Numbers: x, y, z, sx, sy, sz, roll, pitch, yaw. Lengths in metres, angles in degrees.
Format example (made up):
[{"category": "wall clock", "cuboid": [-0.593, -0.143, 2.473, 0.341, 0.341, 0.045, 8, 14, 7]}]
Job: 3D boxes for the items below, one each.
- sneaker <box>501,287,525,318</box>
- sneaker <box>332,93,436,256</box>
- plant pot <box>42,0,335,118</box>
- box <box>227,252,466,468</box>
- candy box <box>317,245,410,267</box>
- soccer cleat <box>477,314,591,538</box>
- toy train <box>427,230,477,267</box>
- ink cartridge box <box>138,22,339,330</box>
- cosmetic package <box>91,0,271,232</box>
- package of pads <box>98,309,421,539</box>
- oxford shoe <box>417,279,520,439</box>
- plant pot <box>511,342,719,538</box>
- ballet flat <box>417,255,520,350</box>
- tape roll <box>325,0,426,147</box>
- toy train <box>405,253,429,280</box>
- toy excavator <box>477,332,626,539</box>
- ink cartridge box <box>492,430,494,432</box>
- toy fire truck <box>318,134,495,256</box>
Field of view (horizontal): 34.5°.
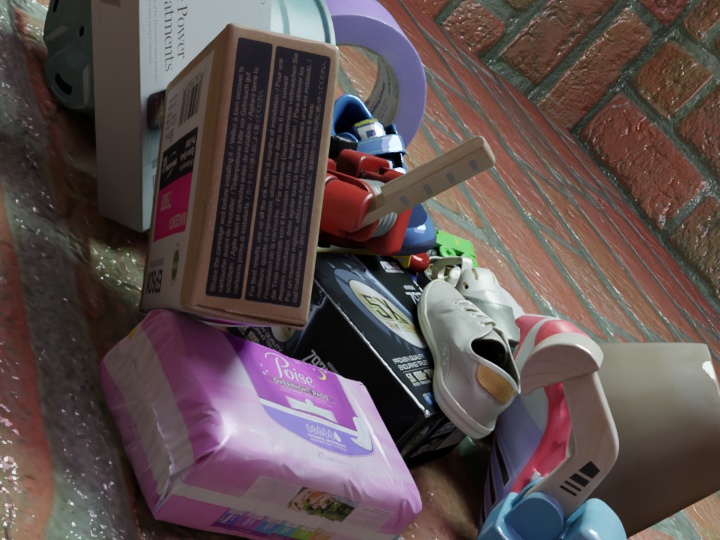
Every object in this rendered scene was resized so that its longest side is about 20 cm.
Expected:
[{"category": "sneaker", "cuboid": [0.180, 0.076, 1.197, 0.199, 0.074, 0.116, 31, 18, -33]}, {"category": "sneaker", "cuboid": [0.010, -0.088, 1.068, 0.073, 0.083, 0.201, -8, 40, -25]}, {"category": "plant pot", "cuboid": [-0.157, -0.192, 1.017, 0.195, 0.201, 0.201, 11, 36, -47]}, {"category": "box", "cuboid": [0.013, 0.074, 0.944, 0.164, 0.086, 0.199, 50, 18, 18]}, {"category": "candy box", "cuboid": [-0.020, -0.072, 1.132, 0.101, 0.027, 0.201, 2, 37, -14]}, {"category": "soccer cleat", "cuboid": [0.129, 0.134, 0.925, 0.066, 0.203, 0.076, 10, 11, -45]}, {"category": "toy train", "cuboid": [0.045, -0.036, 1.267, 0.198, 0.042, 0.057, 20, 39, -27]}, {"category": "ink cartridge box", "cuboid": [-0.084, -0.050, 0.739, 0.074, 0.168, 0.200, 9, -6, -19]}, {"category": "cosmetic package", "cuboid": [-0.131, -0.149, 0.876, 0.051, 0.203, 0.150, 20, 31, 26]}, {"category": "package of pads", "cuboid": [-0.060, 0.106, 0.724, 0.199, 0.076, 0.121, 26, 27, -46]}, {"category": "oxford shoe", "cuboid": [0.088, 0.057, 0.910, 0.075, 0.058, 0.201, 37, 18, -16]}, {"category": "plant pot", "cuboid": [0.236, 0.144, 1.021, 0.200, 0.171, 0.203, -15, 90, -75]}, {"category": "ballet flat", "cuboid": [0.097, 0.022, 1.082, 0.066, 0.065, 0.200, 12, 6, -19]}, {"category": "tape roll", "cuboid": [-0.033, -0.199, 1.265, 0.199, 0.200, 0.085, 33, 19, -31]}, {"category": "toy train", "cuboid": [0.000, 0.000, 1.117, 0.114, 0.085, 0.201, 23, 30, -11]}, {"category": "toy excavator", "cuboid": [0.144, 0.173, 0.823, 0.195, 0.200, 0.100, 46, 17, 6]}, {"category": "ink cartridge box", "cuboid": [0.114, 0.098, 1.207, 0.161, 0.050, 0.200, 34, 11, -29]}, {"category": "toy fire truck", "cuboid": [0.008, -0.063, 0.919, 0.198, 0.131, 0.175, 20, 8, 25]}]
